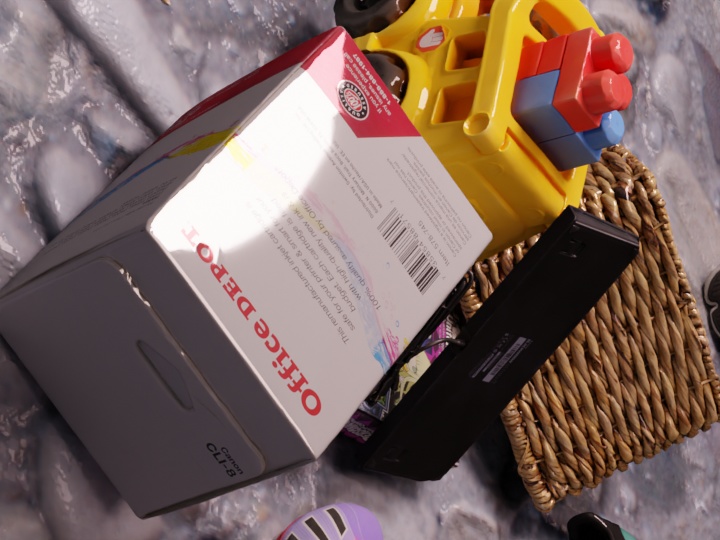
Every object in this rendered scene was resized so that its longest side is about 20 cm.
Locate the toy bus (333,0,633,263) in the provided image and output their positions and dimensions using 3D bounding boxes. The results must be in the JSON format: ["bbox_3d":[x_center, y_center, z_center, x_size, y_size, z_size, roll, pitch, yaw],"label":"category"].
[{"bbox_3d":[0.081,-0.108,1.413,0.136,0.191,0.201,44,44,-35],"label":"toy bus"}]

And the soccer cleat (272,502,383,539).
[{"bbox_3d":[-0.030,0.178,1.308,0.200,0.076,0.067,-28,100,-55],"label":"soccer cleat"}]

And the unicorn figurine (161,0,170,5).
[{"bbox_3d":[-0.156,-0.253,1.300,0.200,0.074,0.138,35,79,-19],"label":"unicorn figurine"}]

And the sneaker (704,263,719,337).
[{"bbox_3d":[0.328,0.080,1.855,0.083,0.080,0.201,-2,78,-61],"label":"sneaker"}]

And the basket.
[{"bbox_3d":[0.130,0.025,1.579,0.201,0.148,0.143,68,-7,-26],"label":"basket"}]

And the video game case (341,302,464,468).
[{"bbox_3d":[0.000,0.000,1.455,0.181,0.036,0.201,30,54,-46],"label":"video game case"}]

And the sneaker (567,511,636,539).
[{"bbox_3d":[0.141,0.244,1.537,0.080,0.071,0.201,45,39,-29],"label":"sneaker"}]

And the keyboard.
[{"bbox_3d":[0.063,0.041,1.382,0.127,0.200,0.021,18,28,-48],"label":"keyboard"}]

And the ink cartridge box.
[{"bbox_3d":[-0.061,0.002,1.246,0.146,0.144,0.200,54,44,-13],"label":"ink cartridge box"}]
